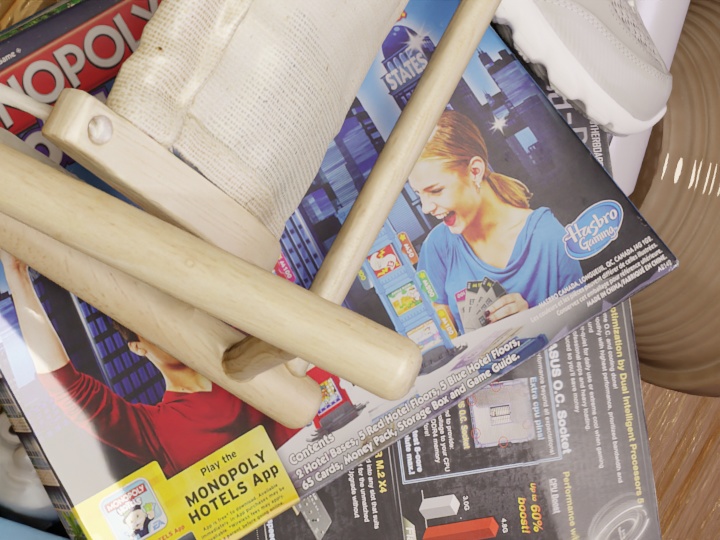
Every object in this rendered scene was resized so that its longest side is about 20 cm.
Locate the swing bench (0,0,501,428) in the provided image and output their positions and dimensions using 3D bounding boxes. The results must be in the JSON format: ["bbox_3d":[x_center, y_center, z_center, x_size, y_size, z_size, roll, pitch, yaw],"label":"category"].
[{"bbox_3d":[-0.044,-0.097,0.636,0.200,0.199,0.130,-62,-172,-12],"label":"swing bench"}]

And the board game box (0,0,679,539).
[{"bbox_3d":[-0.039,-0.041,0.739,0.199,0.201,0.062,-29,-175,-24],"label":"board game box"}]

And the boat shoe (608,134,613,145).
[{"bbox_3d":[0.071,-0.013,1.068,0.067,0.072,0.201,-7,123,-21],"label":"boat shoe"}]

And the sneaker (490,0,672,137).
[{"bbox_3d":[0.049,-0.130,0.757,0.082,0.075,0.201,-31,111,0],"label":"sneaker"}]

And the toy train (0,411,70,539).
[{"bbox_3d":[-0.091,0.109,0.861,0.200,0.086,0.115,56,50,-64],"label":"toy train"}]

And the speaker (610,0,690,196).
[{"bbox_3d":[0.104,-0.133,1.095,0.081,0.081,0.201,-28,136,-60],"label":"speaker"}]

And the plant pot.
[{"bbox_3d":[0.142,-0.047,1.195,0.092,0.201,0.202,12,102,-35],"label":"plant pot"}]

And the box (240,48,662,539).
[{"bbox_3d":[0.008,0.025,0.814,0.157,0.050,0.201,-7,88,-24],"label":"box"}]
